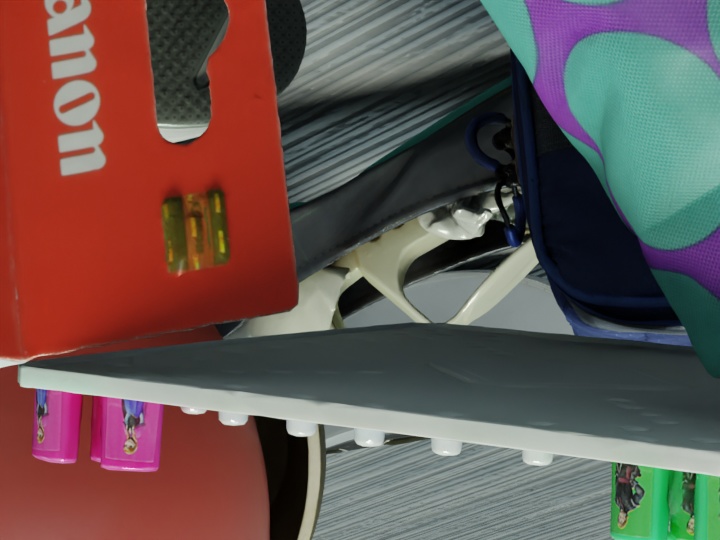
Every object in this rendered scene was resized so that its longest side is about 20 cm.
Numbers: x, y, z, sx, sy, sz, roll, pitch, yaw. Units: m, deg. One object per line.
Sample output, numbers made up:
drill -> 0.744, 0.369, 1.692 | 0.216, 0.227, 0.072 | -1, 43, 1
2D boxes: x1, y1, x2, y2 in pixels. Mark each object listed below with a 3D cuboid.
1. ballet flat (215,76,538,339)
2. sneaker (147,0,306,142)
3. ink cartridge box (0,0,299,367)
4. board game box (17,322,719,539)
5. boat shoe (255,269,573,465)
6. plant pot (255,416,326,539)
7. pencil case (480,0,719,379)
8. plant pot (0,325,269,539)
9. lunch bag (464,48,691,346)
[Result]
ballet flat -> 0.000, 0.000, 0.881 | 0.199, 0.073, 0.073 | -27, 161, -2
sneaker -> -0.118, -0.054, 0.773 | 0.199, 0.071, 0.080 | -2, 171, -8
ink cartridge box -> -0.123, -0.053, 0.629 | 0.198, 0.161, 0.047 | -10, 162, 7
board game box -> 0.049, 0.038, 0.658 | 0.199, 0.026, 0.200 | 5, -175, 32
boat shoe -> 0.019, 0.046, 1.129 | 0.199, 0.070, 0.066 | -20, 175, 27
plant pot -> -0.091, 0.072, 1.027 | 0.186, 0.189, 0.200 | -9, 177, 8
pencil case -> 0.059, -0.069, 0.583 | 0.092, 0.201, 0.085 | -38, 175, 38
plant pot -> -0.155, 0.082, 0.813 | 0.200, 0.202, 0.177 | -20, 170, 35
lunch bag -> 0.131, -0.045, 0.780 | 0.198, 0.137, 0.132 | -8, 161, 8
